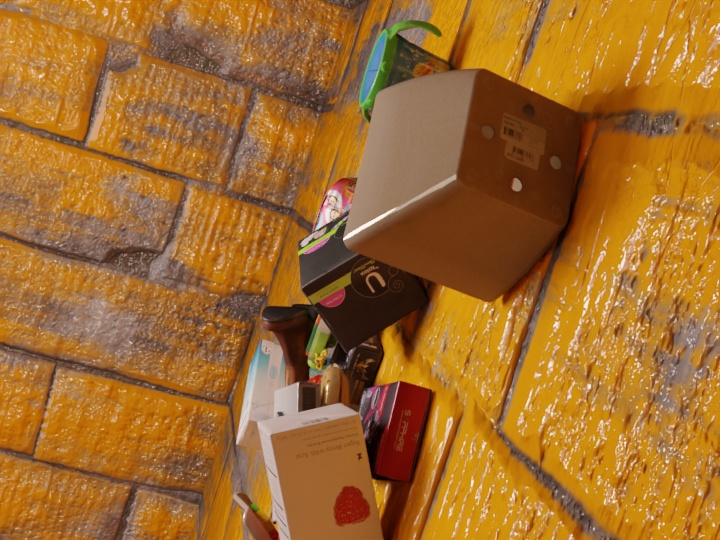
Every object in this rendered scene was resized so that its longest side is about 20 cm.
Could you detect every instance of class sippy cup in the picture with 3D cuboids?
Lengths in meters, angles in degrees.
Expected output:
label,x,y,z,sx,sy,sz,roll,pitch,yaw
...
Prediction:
label,x,y,z,sx,sy,sz,roll,pitch,yaw
sippy cup,0.080,-0.317,1.858,0.178,0.130,0.140,131,153,-66

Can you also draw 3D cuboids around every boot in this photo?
label,x,y,z,sx,sy,sz,roll,pitch,yaw
boot,-0.123,0.159,1.879,0.188,0.068,0.200,-3,-82,-79

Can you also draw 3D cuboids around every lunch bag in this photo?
label,x,y,z,sx,sy,sz,roll,pitch,yaw
lunch bag,-0.014,-0.064,1.973,0.176,0.082,0.200,-9,-58,-62

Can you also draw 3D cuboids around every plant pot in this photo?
label,x,y,z,sx,sy,sz,roll,pitch,yaw
plant pot,0.124,-0.103,1.197,0.177,0.200,0.200,-26,47,61

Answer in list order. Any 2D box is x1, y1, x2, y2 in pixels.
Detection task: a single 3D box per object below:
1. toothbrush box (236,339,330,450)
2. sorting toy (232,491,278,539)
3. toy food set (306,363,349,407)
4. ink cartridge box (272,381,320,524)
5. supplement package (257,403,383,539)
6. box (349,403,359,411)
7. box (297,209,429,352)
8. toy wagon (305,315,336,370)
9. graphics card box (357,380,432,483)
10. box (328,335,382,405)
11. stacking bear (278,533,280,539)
label,x,y,z,sx,sy,sz,roll,pitch,yaw
toothbrush box,-0.142,0.244,2.096,0.200,0.146,0.085,-84,14,-46
sorting toy,-0.136,0.442,1.792,0.036,0.185,0.200,-34,4,-9
toy food set,-0.068,0.241,1.742,0.200,0.049,0.198,-167,92,-75
ink cartridge box,-0.114,0.281,1.700,0.174,0.044,0.200,-28,59,57
supplement package,-0.050,0.286,1.439,0.120,0.121,0.200,-179,78,-77
box,-0.016,0.289,1.676,0.200,0.041,0.039,-86,16,-46
box,0.000,0.000,1.656,0.148,0.124,0.200,-32,21,8
toy wagon,-0.053,0.090,1.841,0.200,0.040,0.155,-65,-5,-58
graphics card box,0.034,0.218,1.507,0.200,0.051,0.126,146,139,-75
box,-0.024,0.186,1.850,0.158,0.048,0.200,-102,31,-71
stacking bear,-0.085,0.472,1.594,0.121,0.114,0.200,-107,31,-71
